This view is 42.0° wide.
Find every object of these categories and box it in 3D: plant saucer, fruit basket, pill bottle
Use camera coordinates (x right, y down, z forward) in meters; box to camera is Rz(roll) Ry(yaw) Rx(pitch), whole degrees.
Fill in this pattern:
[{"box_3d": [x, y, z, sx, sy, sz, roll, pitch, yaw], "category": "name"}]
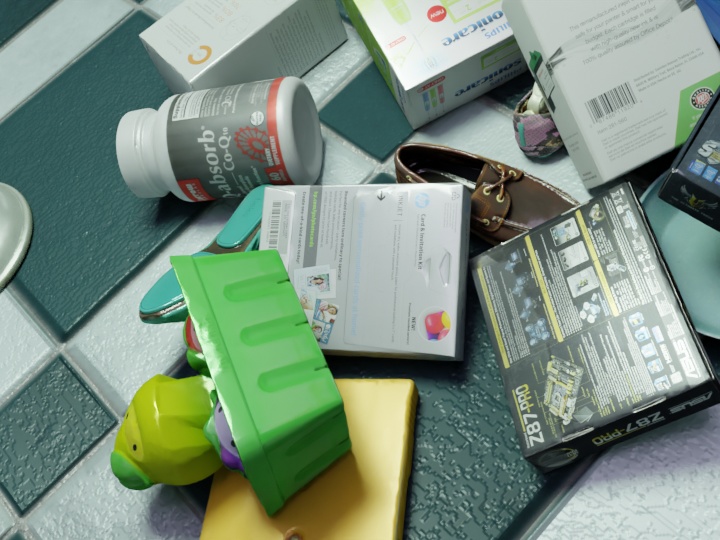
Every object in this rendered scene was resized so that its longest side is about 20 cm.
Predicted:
[{"box_3d": [-0.480, -0.033, 1.084, 0.197, 0.050, 0.202, -10, 55, 13], "category": "plant saucer"}, {"box_3d": [-0.127, 0.106, 0.782, 0.212, 0.156, 0.218, -2, 57, 3], "category": "fruit basket"}, {"box_3d": [-0.149, -0.135, 0.998, 0.197, 0.116, 0.117, -6, 55, 16], "category": "pill bottle"}, {"box_3d": [0.332, -0.019, 0.805, 0.197, 0.036, 0.202, -9, 56, 13], "category": "plant saucer"}]

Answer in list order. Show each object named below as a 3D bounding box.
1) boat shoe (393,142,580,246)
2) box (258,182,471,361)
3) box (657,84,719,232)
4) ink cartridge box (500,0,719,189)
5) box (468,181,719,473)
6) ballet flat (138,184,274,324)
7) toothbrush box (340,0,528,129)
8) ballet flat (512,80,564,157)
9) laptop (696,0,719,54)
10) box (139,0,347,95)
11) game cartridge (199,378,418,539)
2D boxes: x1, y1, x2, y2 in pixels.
[{"box_3d": [0.119, -0.072, 0.894, 0.198, 0.071, 0.071, 16, 62, 26], "category": "boat shoe"}, {"box_3d": [0.000, 0.000, 0.870, 0.197, 0.041, 0.158, 0, 80, 21], "category": "box"}, {"box_3d": [0.365, -0.080, 0.751, 0.199, 0.051, 0.158, 33, 72, 13], "category": "box"}, {"box_3d": [0.237, -0.198, 0.865, 0.145, 0.084, 0.202, -25, 90, 0], "category": "ink cartridge box"}, {"box_3d": [0.188, 0.044, 0.780, 0.160, 0.049, 0.202, -27, 51, 19], "category": "box"}, {"box_3d": [-0.131, 0.001, 0.923, 0.067, 0.071, 0.200, 13, 50, 39], "category": "ballet flat"}, {"box_3d": [0.073, -0.279, 1.013, 0.144, 0.086, 0.202, -26, 68, -1], "category": "toothbrush box"}, {"box_3d": [0.220, -0.202, 0.944, 0.069, 0.071, 0.200, 28, 69, 35], "category": "ballet flat"}, {"box_3d": [0.412, -0.252, 0.891, 0.198, 0.103, 0.179, -26, 53, 9], "category": "laptop"}, {"box_3d": [-0.135, -0.273, 1.098, 0.199, 0.098, 0.124, -40, 54, -11], "category": "box"}, {"box_3d": [-0.044, 0.188, 0.801, 0.174, 0.033, 0.202, -2, 54, 18], "category": "game cartridge"}]
